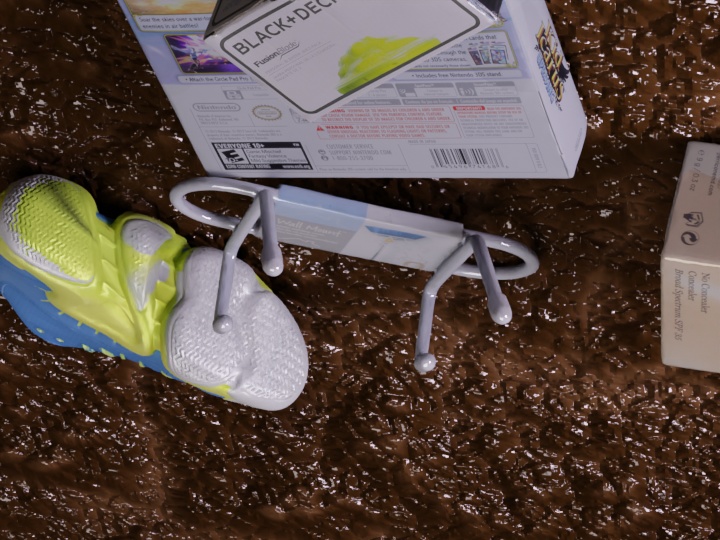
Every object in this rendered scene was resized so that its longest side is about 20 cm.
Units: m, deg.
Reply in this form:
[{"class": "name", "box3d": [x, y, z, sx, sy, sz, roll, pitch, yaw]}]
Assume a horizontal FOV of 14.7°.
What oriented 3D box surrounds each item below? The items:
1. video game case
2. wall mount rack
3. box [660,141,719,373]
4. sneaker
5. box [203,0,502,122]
[{"class": "video game case", "box3d": [-0.009, -0.117, 1.333, 0.199, 0.046, 0.181, 1, 143, 22]}, {"class": "wall mount rack", "box3d": [0.000, 0.000, 1.420, 0.199, 0.075, 0.174, 11, 163, -10]}, {"class": "box", "box3d": [0.251, 0.005, 1.359, 0.199, 0.078, 0.095, 8, 143, 14]}, {"class": "sneaker", "box3d": [-0.125, 0.018, 1.556, 0.200, 0.076, 0.105, 36, 154, -12]}, {"class": "box", "box3d": [0.018, -0.168, 1.121, 0.060, 0.200, 0.117, 38, 139, -26]}]
